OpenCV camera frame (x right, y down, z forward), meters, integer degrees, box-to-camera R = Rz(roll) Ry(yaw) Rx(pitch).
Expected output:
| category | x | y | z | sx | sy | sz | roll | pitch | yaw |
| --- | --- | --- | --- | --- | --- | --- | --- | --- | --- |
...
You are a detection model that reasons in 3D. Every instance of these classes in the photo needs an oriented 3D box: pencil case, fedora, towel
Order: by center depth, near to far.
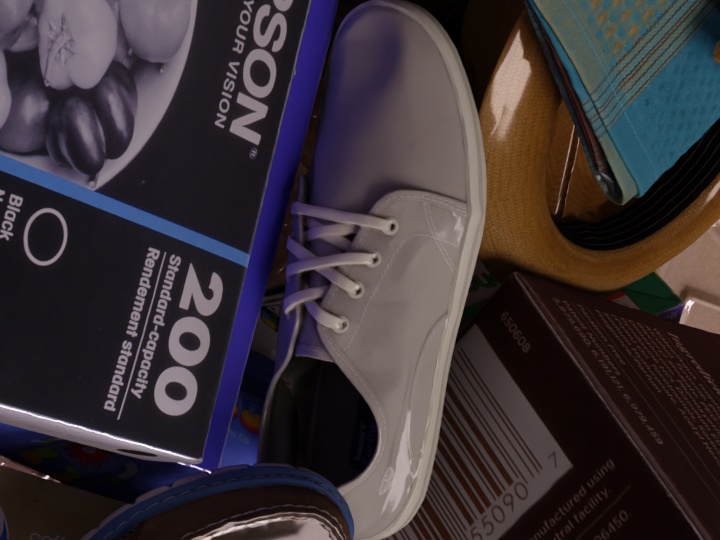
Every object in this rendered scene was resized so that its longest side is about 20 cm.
| category | x | y | z | sx | sy | sz | roll | pitch | yaw |
| --- | --- | --- | --- | --- | --- | --- | --- | --- | --- |
| towel | 0.137 | -0.133 | 0.847 | 0.200 | 0.022 | 0.147 | -46 | 139 | -13 |
| pencil case | -0.089 | 0.044 | 0.865 | 0.087 | 0.078 | 0.200 | -20 | 145 | 34 |
| fedora | 0.098 | -0.087 | 0.926 | 0.200 | 0.082 | 0.201 | -24 | 134 | -27 |

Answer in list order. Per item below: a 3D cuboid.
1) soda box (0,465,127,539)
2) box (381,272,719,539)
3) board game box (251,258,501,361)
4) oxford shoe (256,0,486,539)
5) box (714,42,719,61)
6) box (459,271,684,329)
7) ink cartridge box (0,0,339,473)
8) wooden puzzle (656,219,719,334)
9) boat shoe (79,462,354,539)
| category | x | y | z | sx | sy | sz | roll | pitch | yaw |
| --- | --- | --- | --- | --- | --- | --- | --- | --- | --- |
| soda box | -0.133 | 0.111 | 0.854 | 0.199 | 0.064 | 0.068 | 19 | 155 | -24 |
| box | 0.105 | 0.127 | 0.946 | 0.200 | 0.164 | 0.166 | 16 | 123 | -49 |
| board game box | 0.008 | 0.055 | 1.037 | 0.200 | 0.035 | 0.127 | -13 | 137 | -34 |
| oxford shoe | 0.000 | 0.000 | 0.851 | 0.058 | 0.075 | 0.201 | 5 | 92 | -50 |
| box | 0.217 | -0.097 | 0.897 | 0.200 | 0.041 | 0.119 | 22 | 102 | -55 |
| box | 0.071 | 0.088 | 1.063 | 0.117 | 0.048 | 0.200 | -21 | 144 | -25 |
| ink cartridge box | -0.071 | -0.041 | 0.773 | 0.200 | 0.043 | 0.199 | 22 | 79 | -53 |
| wooden puzzle | 0.222 | 0.020 | 1.067 | 0.046 | 0.185 | 0.200 | -64 | 172 | -47 |
| boat shoe | -0.086 | 0.136 | 0.789 | 0.200 | 0.072 | 0.072 | -28 | 117 | -6 |
